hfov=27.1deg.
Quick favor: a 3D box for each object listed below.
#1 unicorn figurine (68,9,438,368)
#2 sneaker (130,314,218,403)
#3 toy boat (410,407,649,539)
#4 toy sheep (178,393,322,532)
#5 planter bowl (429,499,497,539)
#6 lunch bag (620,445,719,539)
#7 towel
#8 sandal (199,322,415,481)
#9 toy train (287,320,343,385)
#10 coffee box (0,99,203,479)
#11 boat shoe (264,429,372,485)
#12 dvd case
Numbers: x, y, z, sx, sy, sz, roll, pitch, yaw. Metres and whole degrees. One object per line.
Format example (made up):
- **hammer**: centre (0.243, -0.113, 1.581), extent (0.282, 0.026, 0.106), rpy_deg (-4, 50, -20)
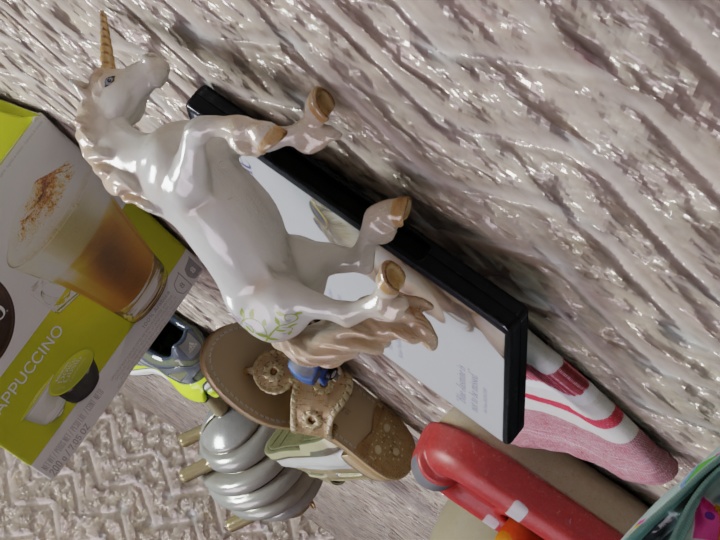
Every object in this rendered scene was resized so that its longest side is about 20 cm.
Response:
- **unicorn figurine**: centre (-0.056, -0.034, 0.663), extent (0.136, 0.074, 0.202), rpy_deg (-16, 102, 42)
- **sneaker**: centre (-0.210, 0.064, 1.497), extent (0.198, 0.074, 0.081), rpy_deg (14, 150, 40)
- **toy boat**: centre (0.106, 0.184, 0.956), extent (0.199, 0.131, 0.131), rpy_deg (34, 168, 5)
- **toy sheep**: centre (-0.109, 0.189, 1.532), extent (0.137, 0.138, 0.200), rpy_deg (21, 157, 45)
- **planter bowl**: centre (0.129, 0.286, 1.263), extent (0.199, 0.135, 0.200), rpy_deg (33, 168, 8)
- **lunch bag**: centre (0.151, 0.162, 0.631), extent (0.120, 0.202, 0.171), rpy_deg (10, 162, 5)
- **towel**: centre (0.066, 0.045, 0.807), extent (0.200, 0.023, 0.144), rpy_deg (41, 165, -23)
- **sandal**: centre (-0.020, 0.096, 1.145), extent (0.211, 0.078, 0.069), rpy_deg (36, 149, -30)
- **toy train**: centre (-0.039, 0.034, 0.977), extent (0.034, 0.046, 0.200), rpy_deg (29, 166, 20)
- **coffee box**: centre (-0.284, -0.001, 1.121), extent (0.199, 0.201, 0.198), rpy_deg (22, 162, 46)
- **boat shoe**: centre (-0.028, 0.159, 1.336), extent (0.068, 0.075, 0.200), rpy_deg (43, 165, -11)
- **dvd case**: centre (0.000, 0.000, 0.747), extent (0.199, 0.018, 0.143), rpy_deg (36, 162, 21)
